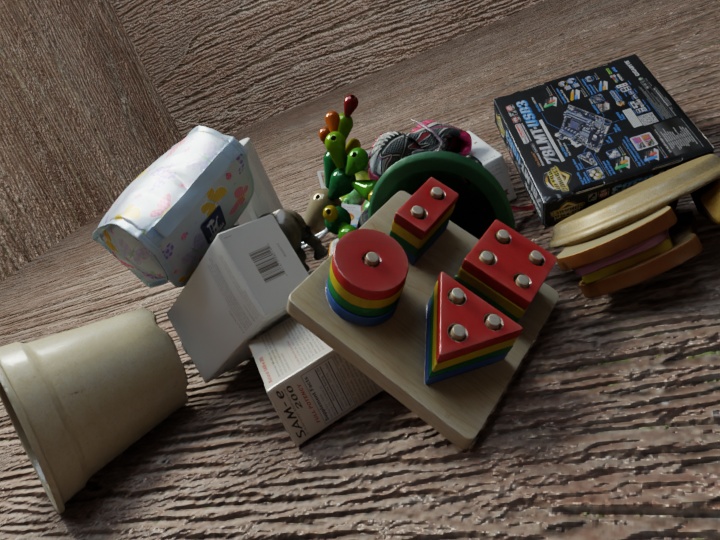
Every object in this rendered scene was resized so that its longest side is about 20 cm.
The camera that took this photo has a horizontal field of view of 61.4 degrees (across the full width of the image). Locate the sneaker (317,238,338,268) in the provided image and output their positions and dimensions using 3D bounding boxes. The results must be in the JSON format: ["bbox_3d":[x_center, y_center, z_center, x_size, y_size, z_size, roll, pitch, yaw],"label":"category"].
[{"bbox_3d":[0.000,0.000,0.809,0.089,0.077,0.201,-16,25,12],"label":"sneaker"}]

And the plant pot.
[{"bbox_3d":[-0.313,0.144,0.723,0.181,0.206,0.198,-26,19,-34],"label":"plant pot"}]

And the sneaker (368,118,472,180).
[{"bbox_3d":[0.082,-0.165,0.859,0.073,0.083,0.199,17,41,38],"label":"sneaker"}]

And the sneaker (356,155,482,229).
[{"bbox_3d":[0.083,-0.097,0.797,0.195,0.088,0.075,-20,56,-7],"label":"sneaker"}]

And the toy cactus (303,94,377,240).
[{"bbox_3d":[-0.024,-0.105,0.783,0.100,0.205,0.165,1,-27,-30],"label":"toy cactus"}]

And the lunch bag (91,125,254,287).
[{"bbox_3d":[-0.224,-0.073,0.749,0.171,0.127,0.198,-56,22,-24],"label":"lunch bag"}]

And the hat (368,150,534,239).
[{"bbox_3d":[0.113,-0.090,0.747,0.162,0.202,0.178,-20,28,28],"label":"hat"}]

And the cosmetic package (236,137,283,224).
[{"bbox_3d":[-0.227,-0.106,1.113,0.120,0.203,0.201,-20,23,12],"label":"cosmetic package"}]

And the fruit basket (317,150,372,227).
[{"bbox_3d":[0.034,-0.110,0.913,0.179,0.096,0.201,0,27,-12],"label":"fruit basket"}]

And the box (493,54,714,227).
[{"bbox_3d":[0.284,-0.165,0.744,0.193,0.050,0.204,-18,50,6],"label":"box"}]

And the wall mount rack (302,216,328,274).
[{"bbox_3d":[-0.033,-0.068,0.996,0.170,0.076,0.201,-25,22,15],"label":"wall mount rack"}]

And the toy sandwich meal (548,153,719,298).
[{"bbox_3d":[0.277,-0.044,0.595,0.201,0.072,0.205,-25,-1,-1],"label":"toy sandwich meal"}]

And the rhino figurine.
[{"bbox_3d":[-0.147,-0.024,0.807,0.195,0.089,0.060,-16,30,23],"label":"rhino figurine"}]

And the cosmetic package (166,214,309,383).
[{"bbox_3d":[-0.149,0.039,0.724,0.084,0.109,0.200,-26,-10,-42],"label":"cosmetic package"}]

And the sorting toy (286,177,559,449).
[{"bbox_3d":[0.069,0.013,0.551,0.198,0.070,0.199,35,52,15],"label":"sorting toy"}]

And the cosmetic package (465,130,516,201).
[{"bbox_3d":[0.162,-0.151,0.951,0.099,0.075,0.201,-25,21,4],"label":"cosmetic package"}]

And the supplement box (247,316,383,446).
[{"bbox_3d":[-0.013,0.078,0.649,0.197,0.075,0.126,-30,23,-9],"label":"supplement box"}]
